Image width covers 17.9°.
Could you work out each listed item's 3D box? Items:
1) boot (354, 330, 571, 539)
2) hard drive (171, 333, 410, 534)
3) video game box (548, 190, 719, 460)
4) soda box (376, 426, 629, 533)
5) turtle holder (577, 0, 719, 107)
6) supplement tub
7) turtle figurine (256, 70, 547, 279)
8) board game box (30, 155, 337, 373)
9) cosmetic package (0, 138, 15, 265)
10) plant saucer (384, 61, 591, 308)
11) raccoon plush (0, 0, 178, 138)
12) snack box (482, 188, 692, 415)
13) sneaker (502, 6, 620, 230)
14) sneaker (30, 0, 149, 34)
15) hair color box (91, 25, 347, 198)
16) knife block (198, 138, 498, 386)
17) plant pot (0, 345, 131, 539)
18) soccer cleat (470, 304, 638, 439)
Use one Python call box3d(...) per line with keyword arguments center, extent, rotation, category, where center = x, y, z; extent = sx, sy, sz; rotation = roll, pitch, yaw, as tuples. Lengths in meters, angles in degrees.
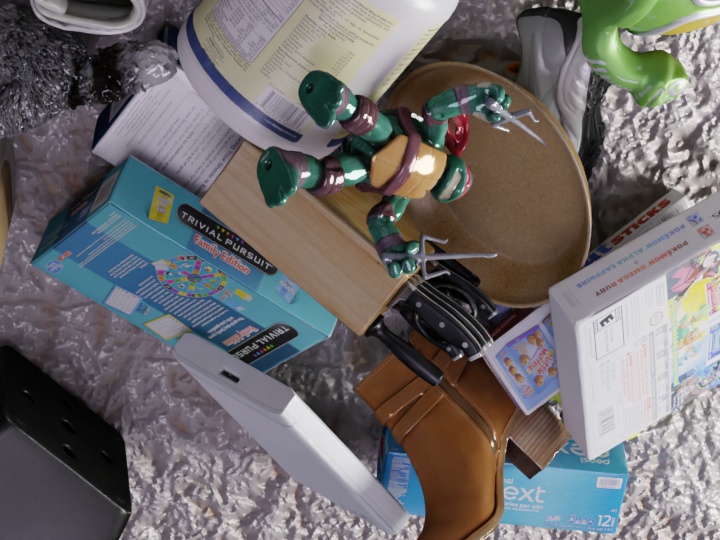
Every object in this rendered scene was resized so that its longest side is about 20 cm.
box3d(center=(0.055, 0.140, 1.797), extent=(0.155, 0.200, 0.077), rotation=(41, 158, 3), category="boot")
box3d(center=(-0.054, 0.130, 1.804), extent=(0.027, 0.132, 0.200), rotation=(-53, 138, -12), category="hard drive")
box3d(center=(0.234, 0.038, 1.743), extent=(0.182, 0.047, 0.200), rotation=(-27, 146, -10), category="video game box")
box3d(center=(0.115, 0.164, 1.887), extent=(0.200, 0.068, 0.064), rotation=(6, 121, -4), category="soda box")
box3d(center=(0.218, -0.218, 1.597), extent=(0.132, 0.186, 0.141), rotation=(8, 164, -25), category="turtle holder")
box3d(center=(-0.020, -0.192, 1.621), extent=(0.145, 0.145, 0.200), rotation=(33, 116, -19), category="supplement tub")
box3d(center=(0.030, -0.072, 1.598), extent=(0.200, 0.101, 0.150), rotation=(14, 97, -38), category="turtle figurine")
box3d(center=(-0.133, 0.004, 1.760), extent=(0.200, 0.047, 0.151), rotation=(32, 149, -19), category="board game box")
box3d(center=(-0.316, -0.032, 1.688), extent=(0.105, 0.200, 0.071), rotation=(1, 122, 0), category="cosmetic package")
box3d(center=(0.100, -0.069, 1.713), extent=(0.200, 0.035, 0.200), rotation=(25, 131, 32), category="plant saucer")
box3d(center=(-0.241, -0.182, 1.658), extent=(0.200, 0.097, 0.134), rotation=(-17, 116, 13), category="raccoon plush")
box3d(center=(0.187, 0.025, 1.782), extent=(0.200, 0.024, 0.072), rotation=(-37, 116, -5), category="snack box")
box3d(center=(0.141, -0.112, 1.724), extent=(0.079, 0.074, 0.200), rotation=(19, 126, 17), category="sneaker")
box3d(center=(-0.232, -0.238, 1.611), extent=(0.200, 0.116, 0.074), rotation=(24, 121, -12), category="sneaker")
box3d(center=(-0.093, -0.087, 1.735), extent=(0.200, 0.061, 0.100), rotation=(32, 115, -18), category="hair color box")
box3d(center=(0.000, 0.000, 1.642), extent=(0.200, 0.176, 0.064), rotation=(18, 120, -37), category="knife block")
box3d(center=(-0.292, 0.184, 1.837), extent=(0.177, 0.200, 0.200), rotation=(-43, 113, 11), category="plant pot")
box3d(center=(0.171, 0.062, 1.827), extent=(0.084, 0.065, 0.200), rotation=(-39, 114, 18), category="soccer cleat")
